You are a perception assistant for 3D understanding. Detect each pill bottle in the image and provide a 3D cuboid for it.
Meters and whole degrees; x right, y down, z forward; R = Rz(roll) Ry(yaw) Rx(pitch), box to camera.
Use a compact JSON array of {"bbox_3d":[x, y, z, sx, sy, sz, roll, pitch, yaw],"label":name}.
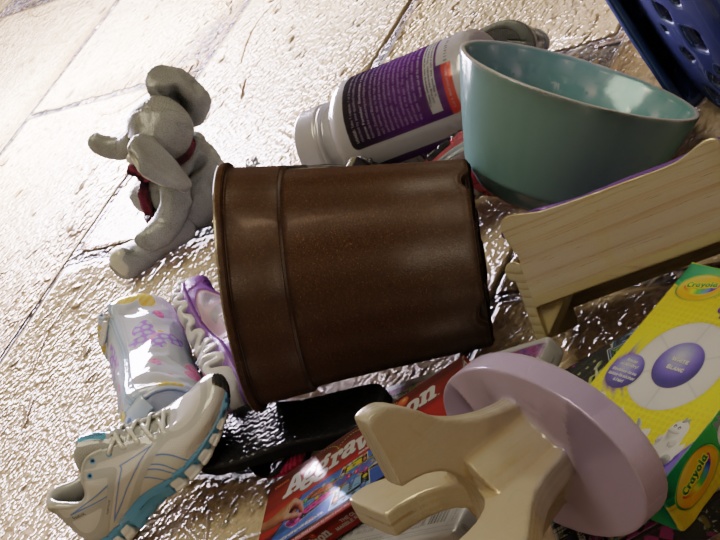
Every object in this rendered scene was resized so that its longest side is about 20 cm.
[{"bbox_3d":[0.041,-0.142,1.675,0.199,0.112,0.112,-18,34,29],"label":"pill bottle"}]

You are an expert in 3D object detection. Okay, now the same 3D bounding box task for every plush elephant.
[{"bbox_3d":[-0.208,-0.113,1.857,0.199,0.155,0.165,-21,33,28],"label":"plush elephant"}]

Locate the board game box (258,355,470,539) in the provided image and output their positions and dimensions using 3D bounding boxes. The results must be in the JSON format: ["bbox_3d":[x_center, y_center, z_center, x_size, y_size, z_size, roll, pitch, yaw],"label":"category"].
[{"bbox_3d":[0.003,0.147,1.324,0.200,0.019,0.103,-36,20,24],"label":"board game box"}]

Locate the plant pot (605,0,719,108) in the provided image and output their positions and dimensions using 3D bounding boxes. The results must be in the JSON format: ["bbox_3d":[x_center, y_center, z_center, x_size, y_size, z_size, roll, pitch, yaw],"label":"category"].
[{"bbox_3d":[0.312,-0.246,1.454,0.200,0.200,0.180,-46,24,-16],"label":"plant pot"}]

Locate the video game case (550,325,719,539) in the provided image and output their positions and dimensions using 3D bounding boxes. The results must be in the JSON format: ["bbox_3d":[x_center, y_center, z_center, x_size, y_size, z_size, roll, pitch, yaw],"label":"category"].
[{"bbox_3d":[0.203,0.110,1.212,0.181,0.036,0.200,-31,30,11],"label":"video game case"}]

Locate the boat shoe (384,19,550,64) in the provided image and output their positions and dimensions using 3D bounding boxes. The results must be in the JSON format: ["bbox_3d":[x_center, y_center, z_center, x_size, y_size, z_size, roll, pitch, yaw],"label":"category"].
[{"bbox_3d":[0.089,-0.188,1.744,0.201,0.075,0.065,-24,-5,27],"label":"boat shoe"}]

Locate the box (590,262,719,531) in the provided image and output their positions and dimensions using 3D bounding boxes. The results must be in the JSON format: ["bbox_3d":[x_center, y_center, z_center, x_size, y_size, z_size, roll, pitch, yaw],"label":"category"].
[{"bbox_3d":[0.222,0.069,1.167,0.200,0.048,0.117,-46,31,-19],"label":"box"}]

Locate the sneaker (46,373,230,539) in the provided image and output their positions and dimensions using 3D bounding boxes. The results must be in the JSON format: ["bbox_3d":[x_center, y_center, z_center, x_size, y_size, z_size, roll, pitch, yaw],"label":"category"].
[{"bbox_3d":[-0.186,0.151,1.468,0.200,0.087,0.075,-48,20,19],"label":"sneaker"}]

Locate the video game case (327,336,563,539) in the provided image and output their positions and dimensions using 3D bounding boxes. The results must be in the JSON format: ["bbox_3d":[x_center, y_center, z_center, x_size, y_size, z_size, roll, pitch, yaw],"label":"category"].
[{"bbox_3d":[0.045,0.141,1.315,0.200,0.024,0.182,-22,30,49],"label":"video game case"}]

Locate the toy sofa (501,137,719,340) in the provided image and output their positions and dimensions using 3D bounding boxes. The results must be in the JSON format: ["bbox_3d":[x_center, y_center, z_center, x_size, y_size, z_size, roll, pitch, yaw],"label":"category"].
[{"bbox_3d":[0.209,-0.026,1.315,0.199,0.098,0.083,-22,-3,26],"label":"toy sofa"}]

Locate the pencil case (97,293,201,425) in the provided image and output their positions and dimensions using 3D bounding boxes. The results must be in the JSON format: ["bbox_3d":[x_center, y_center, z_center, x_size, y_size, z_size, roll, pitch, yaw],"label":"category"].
[{"bbox_3d":[-0.185,0.095,1.601,0.083,0.091,0.200,-35,30,3],"label":"pencil case"}]

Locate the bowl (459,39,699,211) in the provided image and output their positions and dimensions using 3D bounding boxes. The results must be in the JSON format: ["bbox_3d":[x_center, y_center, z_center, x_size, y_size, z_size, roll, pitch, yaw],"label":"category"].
[{"bbox_3d":[0.162,-0.107,1.446,0.201,0.200,0.106,-130,52,-61],"label":"bowl"}]

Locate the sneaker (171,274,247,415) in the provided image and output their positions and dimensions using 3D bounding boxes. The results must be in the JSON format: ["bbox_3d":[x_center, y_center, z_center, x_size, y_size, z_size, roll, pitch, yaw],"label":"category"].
[{"bbox_3d":[-0.106,0.059,1.591,0.088,0.081,0.200,-31,34,-3],"label":"sneaker"}]

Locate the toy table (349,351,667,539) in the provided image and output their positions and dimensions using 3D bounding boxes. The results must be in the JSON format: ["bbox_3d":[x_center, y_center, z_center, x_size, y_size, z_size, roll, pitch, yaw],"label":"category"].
[{"bbox_3d":[0.083,0.134,1.117,0.117,0.184,0.200,-36,9,-22],"label":"toy table"}]

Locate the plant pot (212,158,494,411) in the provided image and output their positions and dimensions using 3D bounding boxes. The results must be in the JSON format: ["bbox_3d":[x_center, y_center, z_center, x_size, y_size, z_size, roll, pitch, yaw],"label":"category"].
[{"bbox_3d":[0.000,0.000,1.418,0.197,0.201,0.201,-8,34,5],"label":"plant pot"}]

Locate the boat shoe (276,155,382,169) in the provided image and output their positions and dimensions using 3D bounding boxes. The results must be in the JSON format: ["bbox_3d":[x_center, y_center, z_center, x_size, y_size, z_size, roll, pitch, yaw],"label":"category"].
[{"bbox_3d":[-0.002,-0.071,1.625,0.199,0.065,0.072,-2,31,21],"label":"boat shoe"}]

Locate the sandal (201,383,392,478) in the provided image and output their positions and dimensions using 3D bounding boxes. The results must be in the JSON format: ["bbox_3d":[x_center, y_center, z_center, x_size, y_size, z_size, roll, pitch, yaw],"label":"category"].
[{"bbox_3d":[-0.054,0.139,1.444,0.199,0.045,0.075,-14,34,34],"label":"sandal"}]

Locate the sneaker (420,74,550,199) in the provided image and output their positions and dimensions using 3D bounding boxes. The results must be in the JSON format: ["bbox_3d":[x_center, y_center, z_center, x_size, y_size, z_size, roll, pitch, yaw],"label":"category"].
[{"bbox_3d":[0.117,-0.091,1.549,0.200,0.087,0.074,-40,-5,1],"label":"sneaker"}]
